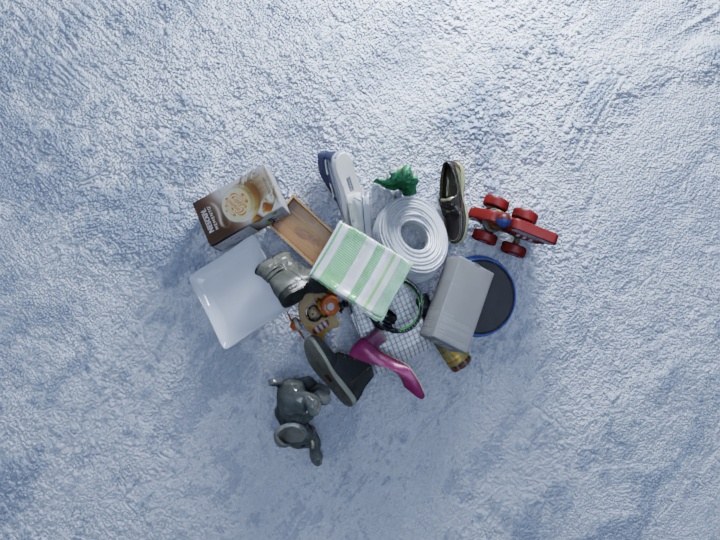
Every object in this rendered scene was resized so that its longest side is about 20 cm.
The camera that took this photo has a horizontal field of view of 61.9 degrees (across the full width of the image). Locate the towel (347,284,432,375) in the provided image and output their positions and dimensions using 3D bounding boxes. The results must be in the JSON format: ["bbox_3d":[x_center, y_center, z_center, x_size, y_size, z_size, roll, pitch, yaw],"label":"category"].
[{"bbox_3d":[0.067,0.128,1.476,0.161,0.086,0.206,-24,95,-2],"label":"towel"}]

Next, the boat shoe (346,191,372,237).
[{"bbox_3d":[-0.006,-0.087,1.443,0.067,0.071,0.207,-3,114,3],"label":"boat shoe"}]

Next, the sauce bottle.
[{"bbox_3d":[0.200,0.153,1.496,0.065,0.066,0.203,-35,92,-3],"label":"sauce bottle"}]

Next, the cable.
[{"bbox_3d":[0.122,-0.076,1.438,0.199,0.069,0.202,40,59,-4],"label":"cable"}]

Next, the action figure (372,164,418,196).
[{"bbox_3d":[0.096,-0.217,1.410,0.114,0.200,0.057,10,90,-5],"label":"action figure"}]

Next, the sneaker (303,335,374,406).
[{"bbox_3d":[-0.053,0.218,1.457,0.106,0.074,0.203,-45,108,-36],"label":"sneaker"}]

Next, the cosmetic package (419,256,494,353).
[{"bbox_3d":[0.228,0.080,1.426,0.104,0.090,0.206,26,77,-15],"label":"cosmetic package"}]

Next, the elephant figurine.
[{"bbox_3d":[-0.154,0.369,1.449,0.152,0.140,0.206,27,107,24],"label":"elephant figurine"}]

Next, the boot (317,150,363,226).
[{"bbox_3d":[-0.045,-0.197,1.471,0.072,0.089,0.206,-29,120,-29],"label":"boot"}]

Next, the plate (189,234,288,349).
[{"bbox_3d":[-0.289,0.052,1.451,0.196,0.032,0.204,-31,82,3],"label":"plate"}]

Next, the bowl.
[{"bbox_3d":[0.299,0.066,1.513,0.193,0.039,0.209,0,91,-4],"label":"bowl"}]

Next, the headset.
[{"bbox_3d":[0.048,0.080,1.383,0.192,0.094,0.129,2,94,13],"label":"headset"}]

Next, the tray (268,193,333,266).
[{"bbox_3d":[-0.122,-0.081,1.479,0.199,0.037,0.099,42,89,-3],"label":"tray"}]

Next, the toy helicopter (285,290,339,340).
[{"bbox_3d":[-0.114,0.149,1.468,0.127,0.079,0.208,-6,104,-11],"label":"toy helicopter"}]

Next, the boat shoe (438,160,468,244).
[{"bbox_3d":[0.221,-0.168,1.477,0.064,0.072,0.208,3,81,-46],"label":"boat shoe"}]

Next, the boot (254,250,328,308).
[{"bbox_3d":[-0.142,-0.004,1.418,0.196,0.069,0.131,-22,58,-35],"label":"boot"}]

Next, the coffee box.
[{"bbox_3d":[-0.280,-0.146,1.424,0.195,0.080,0.117,-28,81,3],"label":"coffee box"}]

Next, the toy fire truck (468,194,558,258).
[{"bbox_3d":[0.362,-0.109,1.449,0.194,0.168,0.116,21,90,-5],"label":"toy fire truck"}]

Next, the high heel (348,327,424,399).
[{"bbox_3d":[0.063,0.239,1.407,0.095,0.068,0.201,-38,80,-9],"label":"high heel"}]

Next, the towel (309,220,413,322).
[{"bbox_3d":[0.000,0.000,1.354,0.196,0.023,0.156,31,84,6],"label":"towel"}]
